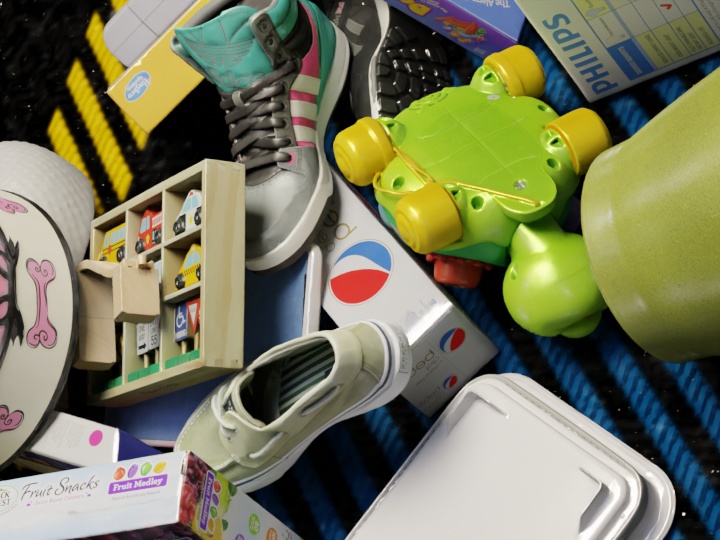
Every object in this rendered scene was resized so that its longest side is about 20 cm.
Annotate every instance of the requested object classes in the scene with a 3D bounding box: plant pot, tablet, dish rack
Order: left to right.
[{"bbox_3d":[-0.097,0.050,1.522,0.200,0.014,0.131,-2,81,47],"label":"tablet"},{"bbox_3d":[0.067,0.161,1.376,0.171,0.044,0.200,35,86,41],"label":"dish rack"},{"bbox_3d":[0.232,-0.037,1.304,0.192,0.200,0.201,-22,52,36],"label":"plant pot"}]

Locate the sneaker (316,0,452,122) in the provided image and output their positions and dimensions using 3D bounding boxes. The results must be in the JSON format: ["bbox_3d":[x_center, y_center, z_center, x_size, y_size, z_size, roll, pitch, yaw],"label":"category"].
[{"bbox_3d":[0.007,-0.134,1.587,0.087,0.076,0.201,-30,45,34],"label":"sneaker"}]

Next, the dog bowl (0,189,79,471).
[{"bbox_3d":[-0.277,0.036,1.515,0.200,0.074,0.201,-12,69,33],"label":"dog bowl"}]

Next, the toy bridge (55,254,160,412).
[{"bbox_3d":[-0.172,0.030,1.520,0.200,0.027,0.067,138,132,-56],"label":"toy bridge"}]

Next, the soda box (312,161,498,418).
[{"bbox_3d":[0.000,0.000,1.499,0.064,0.068,0.200,-43,49,4],"label":"soda box"}]

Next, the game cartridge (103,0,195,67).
[{"bbox_3d":[-0.094,-0.226,1.635,0.200,0.042,0.133,-42,2,25],"label":"game cartridge"}]

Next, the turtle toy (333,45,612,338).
[{"bbox_3d":[0.082,-0.039,1.444,0.145,0.101,0.200,-26,47,-15],"label":"turtle toy"}]

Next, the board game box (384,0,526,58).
[{"bbox_3d":[0.031,-0.245,1.540,0.045,0.200,0.135,-18,49,59],"label":"board game box"}]

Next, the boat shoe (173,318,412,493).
[{"bbox_3d":[-0.055,0.077,1.416,0.200,0.062,0.072,-35,59,38],"label":"boat shoe"}]

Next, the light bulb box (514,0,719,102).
[{"bbox_3d":[0.181,-0.232,1.433,0.199,0.198,0.125,-21,51,20],"label":"light bulb box"}]

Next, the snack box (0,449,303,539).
[{"bbox_3d":[-0.151,0.173,1.446,0.199,0.142,0.053,-11,57,29],"label":"snack box"}]

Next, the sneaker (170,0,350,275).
[{"bbox_3d":[-0.067,-0.106,1.477,0.083,0.121,0.201,-17,48,30],"label":"sneaker"}]

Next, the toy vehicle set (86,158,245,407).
[{"bbox_3d":[-0.124,0.013,1.488,0.200,0.026,0.125,-21,67,61],"label":"toy vehicle set"}]

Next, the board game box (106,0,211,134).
[{"bbox_3d":[-0.085,-0.180,1.622,0.200,0.040,0.153,-44,6,3],"label":"board game box"}]

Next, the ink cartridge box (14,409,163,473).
[{"bbox_3d":[-0.172,0.120,1.522,0.199,0.095,0.037,15,76,38],"label":"ink cartridge box"}]

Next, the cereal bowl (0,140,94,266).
[{"bbox_3d":[-0.280,-0.009,1.646,0.200,0.083,0.201,-33,38,30],"label":"cereal bowl"}]
